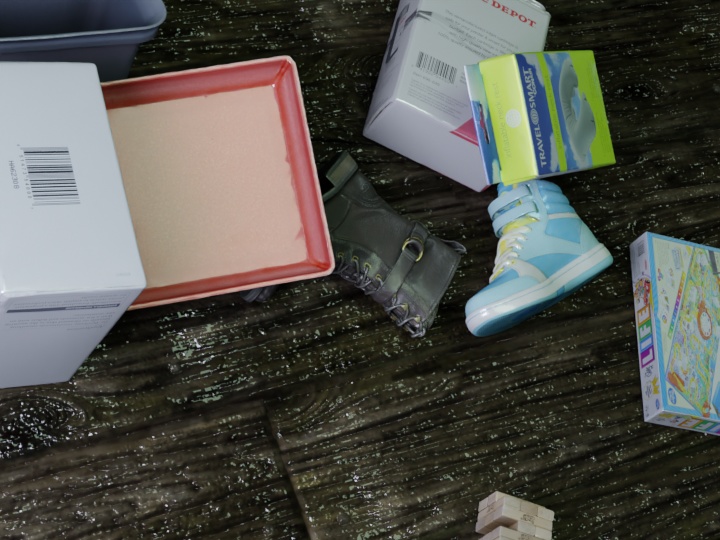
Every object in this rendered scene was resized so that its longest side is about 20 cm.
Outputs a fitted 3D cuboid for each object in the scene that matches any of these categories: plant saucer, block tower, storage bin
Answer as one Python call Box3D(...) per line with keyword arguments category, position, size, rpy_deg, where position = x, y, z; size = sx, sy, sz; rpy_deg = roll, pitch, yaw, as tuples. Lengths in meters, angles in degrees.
Box3D(category="plant saucer", position=(-0.138, -0.075, 1.493), size=(0.199, 0.037, 0.201), rpy_deg=(-10, 83, -11))
Box3D(category="block tower", position=(0.126, 0.295, 1.505), size=(0.058, 0.054, 0.200), rpy_deg=(20, 57, -17))
Box3D(category="storage bin", position=(-0.292, -0.203, 1.488), size=(0.200, 0.134, 0.146), rpy_deg=(-9, 52, -31))

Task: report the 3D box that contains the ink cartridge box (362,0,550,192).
Box3D(category="ink cartridge box", position=(0.099, -0.202, 1.726), size=(0.145, 0.085, 0.200), rpy_deg=(25, 58, -15))

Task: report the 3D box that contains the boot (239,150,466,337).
Box3D(category="boot", position=(0.000, 0.000, 1.586), size=(0.174, 0.069, 0.200), rpy_deg=(44, 61, -11))

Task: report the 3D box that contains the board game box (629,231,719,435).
Box3D(category="board game box", position=(0.348, 0.068, 1.748), size=(0.134, 0.034, 0.200), rpy_deg=(12, 60, -22))

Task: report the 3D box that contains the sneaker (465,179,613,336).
Box3D(category="sneaker", position=(0.147, -0.020, 1.664), size=(0.200, 0.080, 0.131), rpy_deg=(-25, 80, -44))

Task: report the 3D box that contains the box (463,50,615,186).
Box3D(category="box", position=(0.178, -0.152, 1.665), size=(0.200, 0.048, 0.122), rpy_deg=(-14, 92, -56))

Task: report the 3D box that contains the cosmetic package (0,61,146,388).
Box3D(category="cosmetic package", position=(-0.277, -0.032, 1.373), size=(0.123, 0.200, 0.200), rpy_deg=(-3, 67, -31))
